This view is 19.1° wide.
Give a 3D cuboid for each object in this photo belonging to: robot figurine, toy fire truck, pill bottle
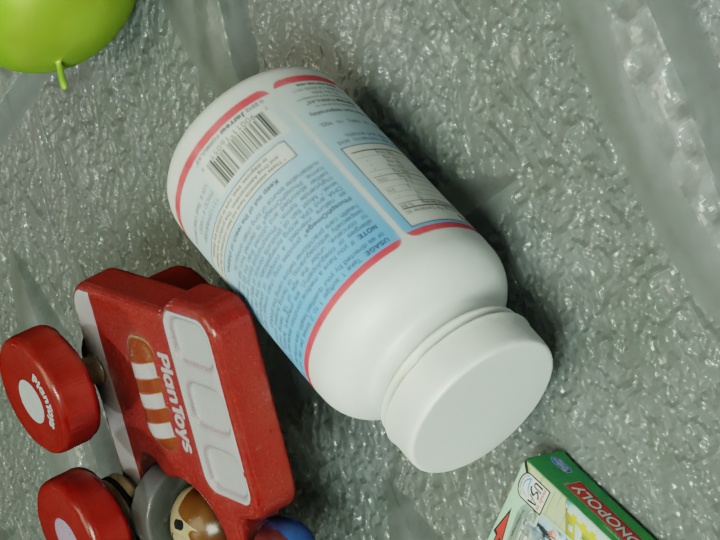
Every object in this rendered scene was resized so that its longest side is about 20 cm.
[{"bbox_3d":[-0.203,-0.192,1.217,0.200,0.116,0.176,48,122,31],"label":"robot figurine"},{"bbox_3d":[-0.090,0.095,1.105,0.168,0.112,0.200,16,124,53],"label":"toy fire truck"},{"bbox_3d":[0.000,0.000,1.031,0.200,0.109,0.109,49,128,31],"label":"pill bottle"}]

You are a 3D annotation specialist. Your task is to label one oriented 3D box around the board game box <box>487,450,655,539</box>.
[{"bbox_3d":[0.094,0.205,1.017,0.135,0.029,0.200,43,124,36],"label":"board game box"}]
